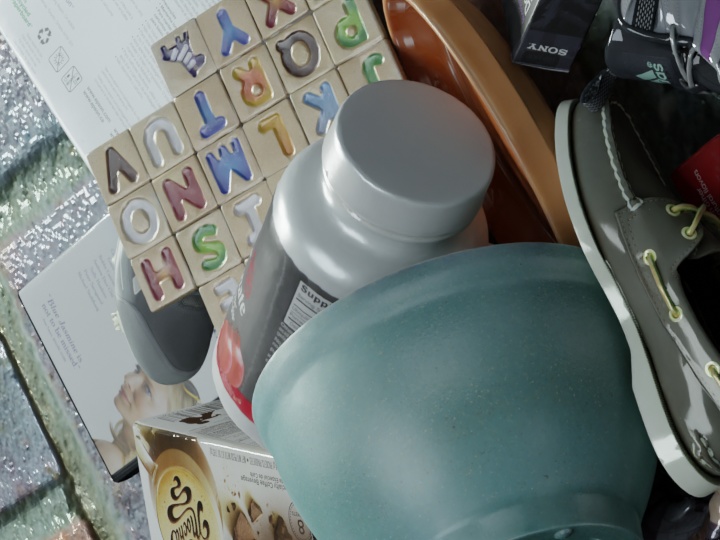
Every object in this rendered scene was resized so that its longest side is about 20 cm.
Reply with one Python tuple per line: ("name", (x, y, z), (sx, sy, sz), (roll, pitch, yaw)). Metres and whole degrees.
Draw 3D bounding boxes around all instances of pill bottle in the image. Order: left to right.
("pill bottle", (0.000, 0.000, 1.454), (0.111, 0.111, 0.200), (49, 141, 21))

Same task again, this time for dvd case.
("dvd case", (-0.132, 0.033, 1.796), (0.200, 0.018, 0.143), (-37, 77, 46))

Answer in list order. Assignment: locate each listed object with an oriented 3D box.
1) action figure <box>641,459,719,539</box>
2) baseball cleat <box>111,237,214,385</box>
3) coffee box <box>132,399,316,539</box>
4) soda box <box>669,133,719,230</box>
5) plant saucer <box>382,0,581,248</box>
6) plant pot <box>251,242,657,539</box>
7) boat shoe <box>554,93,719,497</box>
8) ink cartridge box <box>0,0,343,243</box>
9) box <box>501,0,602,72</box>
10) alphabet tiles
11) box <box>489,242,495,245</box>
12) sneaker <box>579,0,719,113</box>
("action figure", (0.167, 0.106, 1.452), (0.200, 0.069, 0.130), (-47, 27, 50))
("baseball cleat", (-0.093, -0.032, 1.673), (0.106, 0.070, 0.200), (1, 94, 45))
("coffee box", (-0.041, 0.139, 1.609), (0.200, 0.080, 0.113), (7, 108, 58))
("soda box", (0.235, 0.015, 1.377), (0.063, 0.070, 0.200), (-42, 75, 48))
("plant saucer", (0.074, -0.064, 1.472), (0.200, 0.032, 0.200), (60, 175, 9))
("plant pot", (0.061, 0.098, 1.395), (0.200, 0.200, 0.134), (-53, 46, 43))
("boat shoe", (0.150, 0.003, 1.365), (0.060, 0.072, 0.202), (-27, 75, 29))
("ink cartridge box", (-0.103, -0.151, 1.639), (0.200, 0.043, 0.196), (-46, 59, 21))
("box", (0.112, -0.215, 1.385), (0.143, 0.036, 0.200), (-97, 25, -48))
("alphabet tiles", (-0.057, -0.065, 1.570), (0.200, 0.008, 0.167), (-30, 78, 26))
("box", (0.017, 0.066, 1.607), (0.198, 0.050, 0.200), (23, 121, 55))
("sneaker", (0.167, -0.090, 1.329), (0.140, 0.078, 0.200), (-19, 53, 20))
